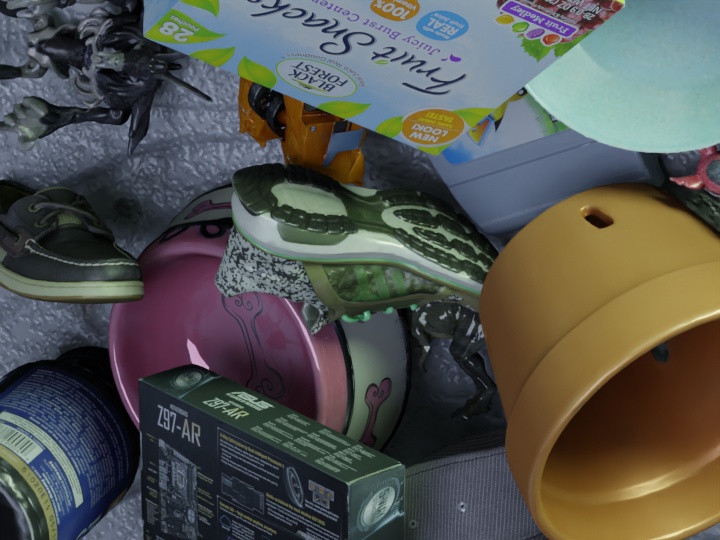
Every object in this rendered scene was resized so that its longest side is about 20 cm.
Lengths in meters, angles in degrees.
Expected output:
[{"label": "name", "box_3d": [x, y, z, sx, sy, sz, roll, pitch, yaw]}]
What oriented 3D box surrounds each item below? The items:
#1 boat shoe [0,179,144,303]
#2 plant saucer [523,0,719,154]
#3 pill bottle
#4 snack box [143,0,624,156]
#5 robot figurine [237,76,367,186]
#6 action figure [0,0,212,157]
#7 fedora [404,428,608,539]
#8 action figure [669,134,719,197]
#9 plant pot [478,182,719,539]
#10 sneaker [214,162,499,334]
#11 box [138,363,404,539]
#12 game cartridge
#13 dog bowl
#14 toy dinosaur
[{"label": "boat shoe", "box_3d": [-0.194, -0.020, 1.786, 0.201, 0.072, 0.066, 15, 102, 60]}, {"label": "plant saucer", "box_3d": [0.171, -0.164, 1.610, 0.201, 0.039, 0.201, 0, 88, 11]}, {"label": "pill bottle", "box_3d": [-0.208, 0.124, 1.819, 0.112, 0.200, 0.112, 9, 114, 20]}, {"label": "snack box", "box_3d": [0.011, -0.156, 1.528, 0.200, 0.068, 0.169, 22, 140, -30]}, {"label": "robot figurine", "box_3d": [-0.028, -0.152, 1.687, 0.145, 0.058, 0.200, 48, 137, 49]}, {"label": "action figure", "box_3d": [-0.193, -0.133, 1.767, 0.200, 0.102, 0.119, 9, 102, 21]}, {"label": "fedora", "box_3d": [0.062, 0.152, 1.739, 0.200, 0.177, 0.090, -25, 88, 33]}, {"label": "action figure", "box_3d": [0.270, -0.030, 1.594, 0.200, 0.149, 0.134, 9, 121, 4]}, {"label": "plant pot", "box_3d": [0.158, 0.045, 1.639, 0.200, 0.200, 0.140, -56, 45, 30]}, {"label": "sneaker", "box_3d": [0.000, 0.000, 1.692, 0.200, 0.077, 0.089, 16, 125, -24]}, {"label": "box", "box_3d": [-0.056, 0.161, 1.706, 0.200, 0.043, 0.161, 22, 119, 45]}, {"label": "game cartridge", "box_3d": [0.084, -0.123, 1.692, 0.133, 0.040, 0.200, -16, 103, 31]}, {"label": "dog bowl", "box_3d": [-0.071, 0.051, 1.783, 0.200, 0.074, 0.200, 14, 115, 31]}, {"label": "toy dinosaur", "box_3d": [0.084, 0.039, 1.753, 0.200, 0.047, 0.088, -13, 99, 23]}]
